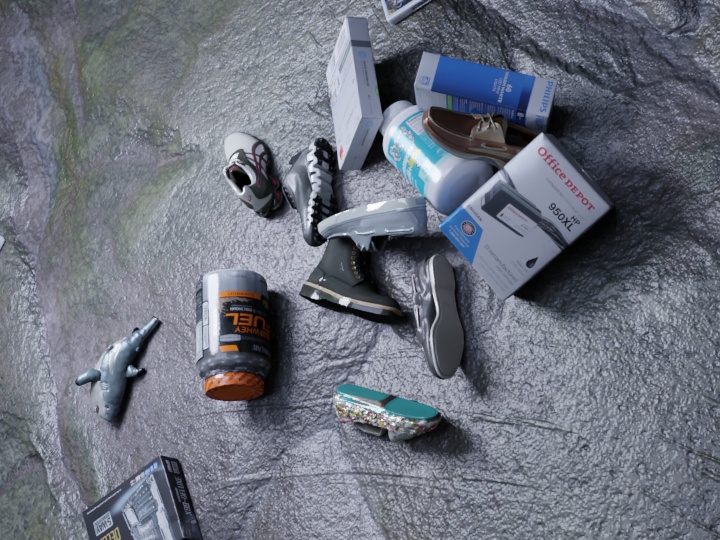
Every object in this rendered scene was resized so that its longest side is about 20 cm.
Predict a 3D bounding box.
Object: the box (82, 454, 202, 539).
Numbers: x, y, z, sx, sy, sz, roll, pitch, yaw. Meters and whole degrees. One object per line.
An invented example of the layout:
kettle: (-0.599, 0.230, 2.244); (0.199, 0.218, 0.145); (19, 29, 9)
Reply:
box: (-0.372, 0.433, 1.849); (0.200, 0.050, 0.158); (-36, 56, 20)

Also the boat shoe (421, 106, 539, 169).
boat shoe: (0.186, -0.200, 1.588); (0.072, 0.200, 0.076); (126, 154, -46)

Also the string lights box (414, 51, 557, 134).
string lights box: (0.184, -0.257, 1.615); (0.200, 0.103, 0.059); (14, 80, 8)

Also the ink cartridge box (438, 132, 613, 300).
ink cartridge box: (0.235, -0.078, 1.541); (0.200, 0.084, 0.145); (-43, 84, 16)

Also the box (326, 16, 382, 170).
box: (-0.012, -0.291, 1.807); (0.156, 0.041, 0.200); (117, 150, -59)

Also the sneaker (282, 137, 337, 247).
sneaker: (-0.090, -0.123, 1.845); (0.090, 0.066, 0.200); (-18, 59, 33)

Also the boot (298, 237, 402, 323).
boot: (0.000, 0.000, 1.729); (0.200, 0.077, 0.138); (16, 78, 38)

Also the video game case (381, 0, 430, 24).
video game case: (0.102, -0.548, 1.889); (0.182, 0.023, 0.200); (-28, 60, 25)

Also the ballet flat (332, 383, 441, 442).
ballet flat: (0.041, 0.219, 1.628); (0.200, 0.076, 0.064); (12, 111, 43)

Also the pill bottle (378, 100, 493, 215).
pill bottle: (0.108, -0.182, 1.690); (0.111, 0.111, 0.200); (-49, 51, 11)

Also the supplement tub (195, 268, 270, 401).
supplement tub: (-0.211, 0.108, 1.807); (0.122, 0.122, 0.200); (-19, 64, 30)

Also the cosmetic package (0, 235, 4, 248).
cosmetic package: (-0.909, -0.030, 2.340); (0.167, 0.166, 0.200); (25, 88, 40)

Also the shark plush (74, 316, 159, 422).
shark plush: (-0.428, 0.176, 2.002); (0.083, 0.091, 0.200); (32, 71, 20)

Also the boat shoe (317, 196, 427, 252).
boat shoe: (0.017, -0.063, 1.688); (0.201, 0.070, 0.072); (-12, 87, 37)

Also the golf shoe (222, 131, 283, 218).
golf shoe: (-0.204, -0.185, 1.936); (0.077, 0.088, 0.200); (-43, 52, 17)

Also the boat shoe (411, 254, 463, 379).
boat shoe: (0.110, 0.074, 1.628); (0.057, 0.067, 0.200); (-29, 52, 43)
